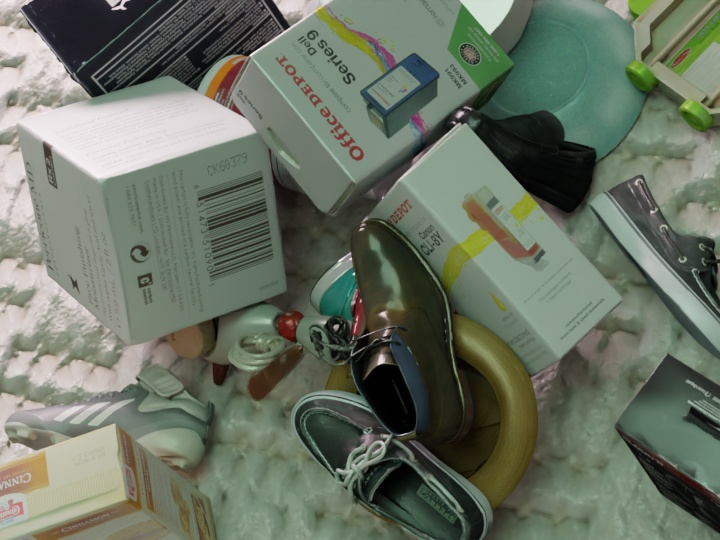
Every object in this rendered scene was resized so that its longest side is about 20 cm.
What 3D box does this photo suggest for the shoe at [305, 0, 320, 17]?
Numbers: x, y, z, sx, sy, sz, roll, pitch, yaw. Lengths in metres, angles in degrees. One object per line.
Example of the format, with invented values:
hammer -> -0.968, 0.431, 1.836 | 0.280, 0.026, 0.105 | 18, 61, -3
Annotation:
shoe -> 0.045, -0.274, 1.797 | 0.200, 0.072, 0.091 | -36, 55, -3

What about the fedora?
fedora -> 0.067, 0.127, 1.575 | 0.200, 0.082, 0.202 | 0, 90, 25

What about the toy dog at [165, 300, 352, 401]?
toy dog -> -0.088, 0.075, 1.664 | 0.132, 0.097, 0.200 | -20, 27, -28

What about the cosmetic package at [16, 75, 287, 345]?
cosmetic package -> -0.191, -0.060, 1.664 | 0.165, 0.165, 0.200 | -20, 27, -26

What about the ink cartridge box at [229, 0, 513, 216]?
ink cartridge box -> 0.009, -0.165, 1.585 | 0.200, 0.088, 0.145 | -37, 84, -24

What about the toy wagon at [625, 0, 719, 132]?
toy wagon -> 0.316, -0.220, 1.683 | 0.155, 0.040, 0.200 | -44, 59, -8

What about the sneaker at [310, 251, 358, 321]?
sneaker -> 0.058, 0.004, 1.649 | 0.200, 0.084, 0.121 | -42, 53, 7

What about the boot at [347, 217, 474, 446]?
boot -> 0.030, 0.050, 1.491 | 0.075, 0.097, 0.201 | -26, 81, 22

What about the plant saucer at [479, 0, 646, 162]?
plant saucer -> 0.170, -0.182, 1.724 | 0.200, 0.039, 0.202 | -8, 63, 16

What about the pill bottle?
pill bottle -> -0.053, -0.131, 1.742 | 0.199, 0.113, 0.113 | 18, 73, 26

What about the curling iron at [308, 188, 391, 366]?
curling iron -> 0.000, 0.000, 1.602 | 0.049, 0.026, 0.200 | 8, 52, 15

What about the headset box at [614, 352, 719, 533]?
headset box -> 0.291, 0.156, 1.422 | 0.149, 0.200, 0.077 | 33, 81, 31

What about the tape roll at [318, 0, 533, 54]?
tape roll -> 0.061, -0.274, 1.724 | 0.202, 0.071, 0.203 | -3, 76, 14

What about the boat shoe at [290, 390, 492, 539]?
boat shoe -> 0.016, 0.167, 1.513 | 0.199, 0.068, 0.074 | 39, 105, 19

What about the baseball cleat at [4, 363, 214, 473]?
baseball cleat -> -0.232, 0.137, 1.716 | 0.199, 0.070, 0.107 | 8, 62, 14

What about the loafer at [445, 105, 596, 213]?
loafer -> 0.144, -0.111, 1.605 | 0.068, 0.200, 0.071 | 31, 95, 39

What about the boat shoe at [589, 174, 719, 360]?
boat shoe -> 0.278, -0.009, 1.588 | 0.066, 0.070, 0.200 | -37, 51, 3

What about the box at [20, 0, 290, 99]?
box -> -0.190, -0.236, 1.794 | 0.200, 0.198, 0.123 | -40, 56, -2

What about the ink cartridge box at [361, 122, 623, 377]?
ink cartridge box -> 0.106, -0.009, 1.550 | 0.083, 0.145, 0.200 | -41, 88, -20

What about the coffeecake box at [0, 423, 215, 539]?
coffeecake box -> -0.233, 0.221, 1.589 | 0.153, 0.200, 0.073 | -19, 60, 11
